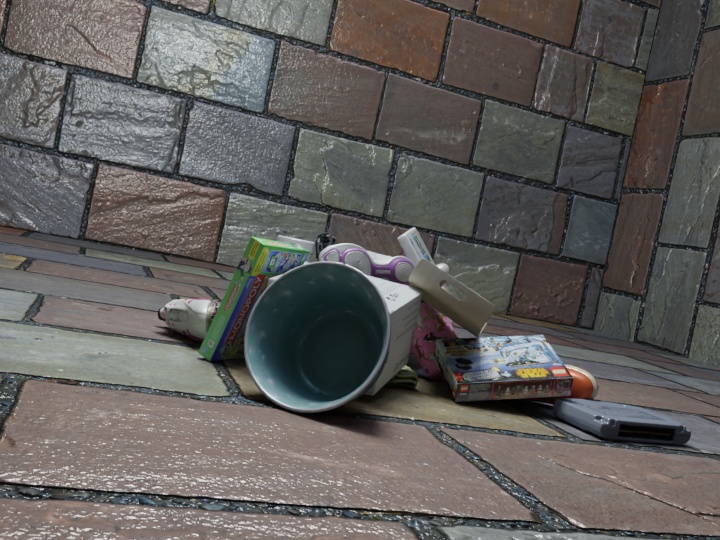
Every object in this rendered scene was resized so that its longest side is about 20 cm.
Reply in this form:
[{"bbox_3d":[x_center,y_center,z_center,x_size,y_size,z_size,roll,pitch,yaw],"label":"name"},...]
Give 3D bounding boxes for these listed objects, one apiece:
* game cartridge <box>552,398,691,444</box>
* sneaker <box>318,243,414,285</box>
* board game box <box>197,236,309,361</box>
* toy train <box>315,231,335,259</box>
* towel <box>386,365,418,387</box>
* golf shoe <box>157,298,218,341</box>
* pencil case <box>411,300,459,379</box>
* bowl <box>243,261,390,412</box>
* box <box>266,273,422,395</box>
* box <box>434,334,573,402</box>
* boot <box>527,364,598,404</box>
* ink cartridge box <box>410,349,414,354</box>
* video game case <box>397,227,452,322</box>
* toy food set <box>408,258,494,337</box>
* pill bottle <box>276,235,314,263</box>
[{"bbox_3d":[0.424,0.247,1.234,0.200,0.041,0.133,10,6,-26],"label":"game cartridge"},{"bbox_3d":[0.000,0.000,1.348,0.200,0.075,0.100,13,-9,-37],"label":"sneaker"},{"bbox_3d":[-0.166,0.047,1.182,0.029,0.200,0.135,31,11,24],"label":"board game box"},{"bbox_3d":[-0.074,0.013,1.559,0.046,0.200,0.034,-13,-25,21],"label":"toy train"},{"bbox_3d":[0.001,0.159,1.289,0.148,0.037,0.200,11,2,-25],"label":"towel"},{"bbox_3d":[-0.297,0.085,1.289,0.092,0.073,0.200,4,-5,-22],"label":"golf shoe"},{"bbox_3d":[0.127,0.103,1.393,0.086,0.083,0.200,-3,56,-40],"label":"pencil case"},{"bbox_3d":[-0.042,0.100,0.996,0.201,0.201,0.105,12,-17,24],"label":"bowl"},{"bbox_3d":[-0.029,0.082,1.171,0.200,0.131,0.199,15,12,16],"label":"box"},{"bbox_3d":[0.238,0.163,1.267,0.200,0.040,0.137,-1,26,-9],"label":"box"},{"bbox_3d":[0.309,0.204,1.315,0.200,0.075,0.107,1,0,29],"label":"boot"},{"bbox_3d":[0.053,0.130,1.477,0.200,0.067,0.116,9,-16,-33],"label":"ink cartridge box"},{"bbox_3d":[0.141,0.009,1.553,0.024,0.200,0.182,-28,2,12],"label":"video game case"},{"bbox_3d":[0.160,0.044,1.281,0.143,0.060,0.200,34,-5,11],"label":"toy food set"},{"bbox_3d":[-0.157,0.030,1.594,0.112,0.200,0.112,11,2,0],"label":"pill bottle"}]
